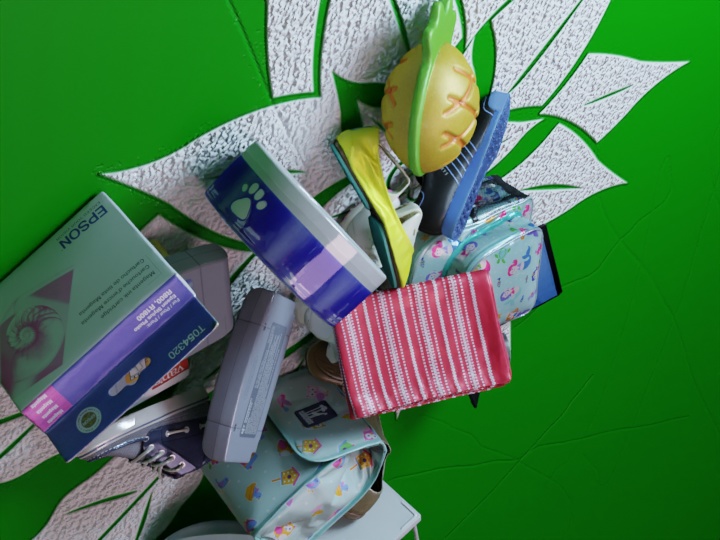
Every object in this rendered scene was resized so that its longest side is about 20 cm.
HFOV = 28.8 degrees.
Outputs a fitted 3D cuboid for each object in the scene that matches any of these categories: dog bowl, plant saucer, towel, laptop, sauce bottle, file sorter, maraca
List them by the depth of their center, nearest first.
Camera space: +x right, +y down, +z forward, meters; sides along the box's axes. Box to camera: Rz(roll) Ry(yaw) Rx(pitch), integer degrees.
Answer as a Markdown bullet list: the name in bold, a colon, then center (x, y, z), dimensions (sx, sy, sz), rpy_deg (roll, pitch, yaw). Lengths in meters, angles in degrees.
- **dog bowl**: center (-0.068, -0.038, 1.468), dimensions (0.079, 0.200, 0.200), rpy_deg (-43, 145, 2)
- **maraca**: center (0.079, -0.201, 1.541), dimensions (0.137, 0.107, 0.201), rpy_deg (-57, 155, -64)
- **towel**: center (0.072, 0.087, 1.644), dimensions (0.199, 0.022, 0.145), rpy_deg (-12, 96, -10)
- **sauce bottle**: center (0.081, 0.106, 1.690), dimensions (0.199, 0.065, 0.065), rpy_deg (-8, 136, -8)
- **plant saucer**: center (-0.180, 0.364, 1.836), dimensions (0.200, 0.039, 0.201), rpy_deg (-3, 149, -2)
- **file sorter**: center (-0.034, 0.334, 1.865), dimensions (0.139, 0.200, 0.125), rpy_deg (-39, 150, -20)
- **laptop**: center (0.202, 0.065, 1.922), dimensions (0.177, 0.103, 0.201), rpy_deg (65, 33, -52)

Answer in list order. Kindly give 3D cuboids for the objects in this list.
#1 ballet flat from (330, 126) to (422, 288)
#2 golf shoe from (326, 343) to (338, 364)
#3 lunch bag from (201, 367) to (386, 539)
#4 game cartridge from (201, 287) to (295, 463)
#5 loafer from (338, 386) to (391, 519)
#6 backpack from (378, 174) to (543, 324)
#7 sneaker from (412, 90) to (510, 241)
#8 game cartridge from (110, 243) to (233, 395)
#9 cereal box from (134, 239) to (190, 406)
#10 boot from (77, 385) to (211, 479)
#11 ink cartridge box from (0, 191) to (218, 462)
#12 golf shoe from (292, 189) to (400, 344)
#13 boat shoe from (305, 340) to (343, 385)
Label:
- **ballet flat**: center (0.032, -0.074, 1.592), dimensions (0.067, 0.067, 0.200), rpy_deg (-26, 112, -5)
- **golf shoe**: center (0.045, 0.114, 1.758), dimensions (0.200, 0.078, 0.097), rpy_deg (30, 95, -19)
- **lunch bag**: center (-0.080, 0.232, 1.746), dimensions (0.200, 0.170, 0.122), rpy_deg (-45, 136, 0)
- **game cartridge**: center (-0.128, 0.121, 1.611), dimensions (0.133, 0.040, 0.201), rpy_deg (44, 62, -79)
- **loafer**: center (0.004, 0.220, 1.811), dimensions (0.076, 0.201, 0.067), rpy_deg (20, 145, -39)
- **backpack**: center (0.125, -0.008, 1.748), dimensions (0.199, 0.151, 0.178), rpy_deg (-18, 131, -24)
- **sneaker**: center (0.114, -0.135, 1.671), dimensions (0.070, 0.078, 0.200), rpy_deg (71, 42, -66)
- **game cartridge**: center (-0.222, 0.055, 1.476), dimensions (0.200, 0.042, 0.133), rpy_deg (-30, 147, -26)
- **cereal box**: center (-0.262, 0.074, 1.518), dimensions (0.144, 0.040, 0.200), rpy_deg (-29, 141, -23)
- **boot**: center (-0.233, 0.200, 1.590), dimensions (0.073, 0.091, 0.200), rpy_deg (-25, 177, 42)
- **ink cartridge box**: center (-0.266, 0.049, 1.352), dimensions (0.196, 0.200, 0.043), rpy_deg (-43, 145, -5)
- **golf shoe**: center (0.000, 0.000, 1.671), dimensions (0.075, 0.092, 0.200), rpy_deg (13, 114, -49)
- **boat shoe**: center (0.015, 0.106, 1.808), dimensions (0.200, 0.066, 0.072), rpy_deg (-9, 94, -26)
